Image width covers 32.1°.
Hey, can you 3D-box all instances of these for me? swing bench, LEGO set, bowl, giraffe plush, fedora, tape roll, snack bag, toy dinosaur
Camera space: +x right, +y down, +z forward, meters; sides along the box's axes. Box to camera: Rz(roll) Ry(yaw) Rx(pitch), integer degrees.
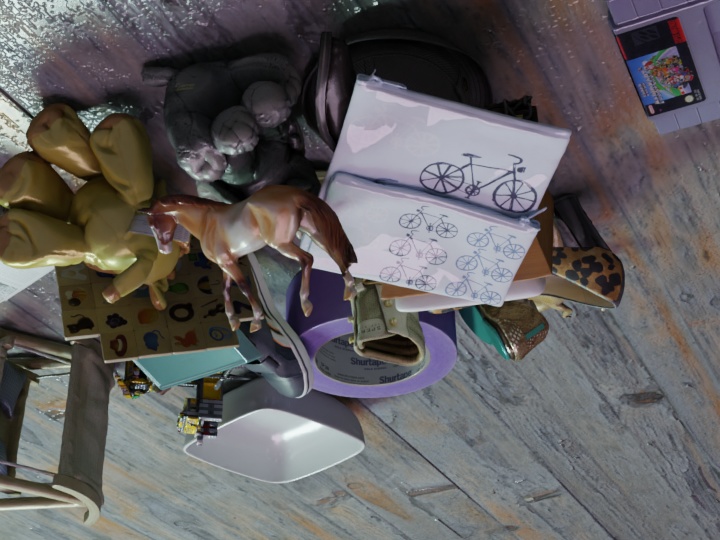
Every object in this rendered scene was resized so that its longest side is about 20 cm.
[{"bbox_3d":[-0.396,0.182,1.501,0.198,0.201,0.130,7,147,-15],"label":"swing bench"},{"bbox_3d":[-0.221,0.133,1.505,0.152,0.117,0.200,10,146,-18],"label":"LEGO set"},{"bbox_3d":[-0.115,0.207,1.672,0.199,0.075,0.199,27,137,-37],"label":"bowl"},{"bbox_3d":[-0.229,-0.046,1.189,0.199,0.174,0.162,27,173,12],"label":"giraffe plush"},{"bbox_3d":[0.035,-0.124,1.132,0.175,0.091,0.200,-8,148,10],"label":"fedora"},{"bbox_3d":[0.012,0.066,1.443,0.198,0.086,0.201,-1,149,-1],"label":"tape roll"},{"bbox_3d":[0.061,-0.059,1.023,0.187,0.022,0.201,13,132,-9],"label":"snack bag"},{"bbox_3d":[0.223,0.013,1.393,0.100,0.059,0.201,2,148,-4],"label":"toy dinosaur"}]

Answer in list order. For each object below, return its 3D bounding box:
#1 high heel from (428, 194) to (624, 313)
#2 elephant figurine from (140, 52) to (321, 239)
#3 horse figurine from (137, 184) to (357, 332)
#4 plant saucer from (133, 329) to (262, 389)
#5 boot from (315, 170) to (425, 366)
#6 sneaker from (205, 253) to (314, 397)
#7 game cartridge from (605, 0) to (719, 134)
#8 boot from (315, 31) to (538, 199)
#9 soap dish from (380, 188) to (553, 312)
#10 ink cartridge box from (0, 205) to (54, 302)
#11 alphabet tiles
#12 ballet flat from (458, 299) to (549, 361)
[{"bbox_3d":[0.165,0.022,1.272,0.199,0.143,0.071,-33,138,10],"label":"high heel"},{"bbox_3d":[-0.090,-0.089,1.128,0.140,0.156,0.200,-19,140,11],"label":"elephant figurine"},{"bbox_3d":[-0.082,-0.021,1.043,0.199,0.134,0.050,-15,-169,36],"label":"horse figurine"},{"bbox_3d":[-0.186,0.091,1.359,0.070,0.019,0.199,50,143,-16],"label":"plant saucer"},{"bbox_3d":[0.000,0.000,1.268,0.072,0.156,0.200,-23,142,30],"label":"boot"},{"bbox_3d":[-0.124,0.068,1.360,0.078,0.079,0.201,-6,118,46],"label":"sneaker"},{"bbox_3d":[0.294,-0.196,1.087,0.129,0.039,0.200,-18,145,18],"label":"game cartridge"},{"bbox_3d":[0.058,-0.120,1.028,0.172,0.070,0.201,-9,130,10],"label":"boot"},{"bbox_3d":[0.104,-0.039,1.192,0.156,0.200,0.082,-8,111,12],"label":"soap dish"},{"bbox_3d":[-0.399,-0.018,1.323,0.199,0.051,0.109,-27,141,36],"label":"ink cartridge box"},{"bbox_3d":[-0.203,0.021,1.261,0.198,0.167,0.006,-6,139,-18],"label":"alphabet tiles"},{"bbox_3d":[0.159,0.051,1.374,0.065,0.200,0.071,-27,108,-4],"label":"ballet flat"}]
